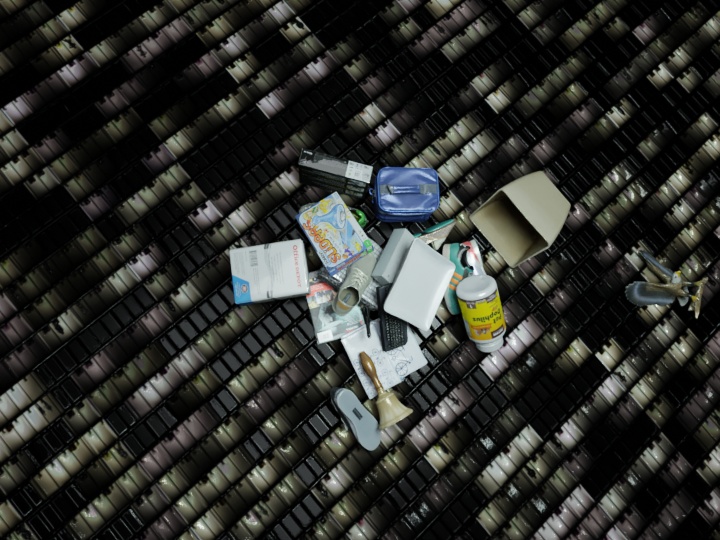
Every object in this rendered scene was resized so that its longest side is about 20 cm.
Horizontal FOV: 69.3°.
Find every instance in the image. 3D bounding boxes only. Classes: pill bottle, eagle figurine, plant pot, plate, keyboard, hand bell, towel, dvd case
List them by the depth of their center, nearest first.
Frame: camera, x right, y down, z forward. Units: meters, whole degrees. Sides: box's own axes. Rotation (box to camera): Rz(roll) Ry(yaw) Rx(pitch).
[{"bbox_3d":[0.152,0.039,1.363,0.199,0.032,0.201,29,83,-43],"label":"plate"},{"bbox_3d":[0.064,0.129,1.374,0.126,0.021,0.202,-14,118,-13],"label":"keyboard"},{"bbox_3d":[0.048,0.308,1.386,0.103,0.104,0.201,-26,80,-10],"label":"hand bell"},{"bbox_3d":[0.332,0.120,1.418,0.108,0.109,0.202,-25,117,-10],"label":"pill bottle"},{"bbox_3d":[0.000,0.000,1.435,0.199,0.086,0.166,35,64,-9],"label":"towel"},{"bbox_3d":[-0.076,0.091,1.456,0.144,0.022,0.202,-15,81,-9],"label":"dvd case"},{"bbox_3d":[0.470,-0.161,1.482,0.177,0.200,0.201,-38,85,-22],"label":"plant pot"},{"bbox_3d":[0.900,0.036,1.536,0.198,0.152,0.152,17,32,26],"label":"eagle figurine"}]

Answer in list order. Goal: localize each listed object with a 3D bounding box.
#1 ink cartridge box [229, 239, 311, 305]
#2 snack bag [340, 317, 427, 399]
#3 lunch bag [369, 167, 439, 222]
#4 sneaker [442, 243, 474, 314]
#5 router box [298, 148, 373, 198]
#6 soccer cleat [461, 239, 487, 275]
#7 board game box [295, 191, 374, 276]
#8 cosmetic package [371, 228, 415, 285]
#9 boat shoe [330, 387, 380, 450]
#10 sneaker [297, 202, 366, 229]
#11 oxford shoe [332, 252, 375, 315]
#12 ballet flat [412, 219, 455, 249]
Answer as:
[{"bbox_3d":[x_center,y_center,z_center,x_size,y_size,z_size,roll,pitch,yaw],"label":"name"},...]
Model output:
[{"bbox_3d":[-0.242,0.007,1.410,0.197,0.086,0.148,-8,81,-2],"label":"ink cartridge box"},{"bbox_3d":[0.070,0.225,1.436,0.198,0.021,0.190,-26,90,-9],"label":"snack bag"},{"bbox_3d":[0.121,-0.218,1.475,0.197,0.132,0.138,-2,80,-7],"label":"lunch bag"},{"bbox_3d":[0.277,0.025,1.454,0.079,0.071,0.203,-2,97,27],"label":"sneaker"},{"bbox_3d":[-0.073,-0.266,1.454,0.198,0.149,0.052,14,79,-4],"label":"router box"},{"bbox_3d":[0.328,0.015,1.498,0.072,0.068,0.202,-16,83,11],"label":"soccer cleat"},{"bbox_3d":[-0.071,-0.099,1.383,0.135,0.035,0.201,-32,64,-5],"label":"board game box"},{"bbox_3d":[0.135,0.006,1.420,0.200,0.051,0.152,41,64,-32],"label":"cosmetic package"},{"bbox_3d":[-0.018,0.392,1.384,0.074,0.068,0.200,-45,112,-23],"label":"boat shoe"},{"bbox_3d":[-0.079,-0.159,1.467,0.197,0.085,0.079,3,79,-4],"label":"sneaker"},{"bbox_3d":[-0.009,0.027,1.343,0.075,0.058,0.201,32,61,-6],"label":"oxford shoe"},{"bbox_3d":[0.190,-0.085,1.502,0.198,0.068,0.068,-21,102,-4],"label":"ballet flat"}]
